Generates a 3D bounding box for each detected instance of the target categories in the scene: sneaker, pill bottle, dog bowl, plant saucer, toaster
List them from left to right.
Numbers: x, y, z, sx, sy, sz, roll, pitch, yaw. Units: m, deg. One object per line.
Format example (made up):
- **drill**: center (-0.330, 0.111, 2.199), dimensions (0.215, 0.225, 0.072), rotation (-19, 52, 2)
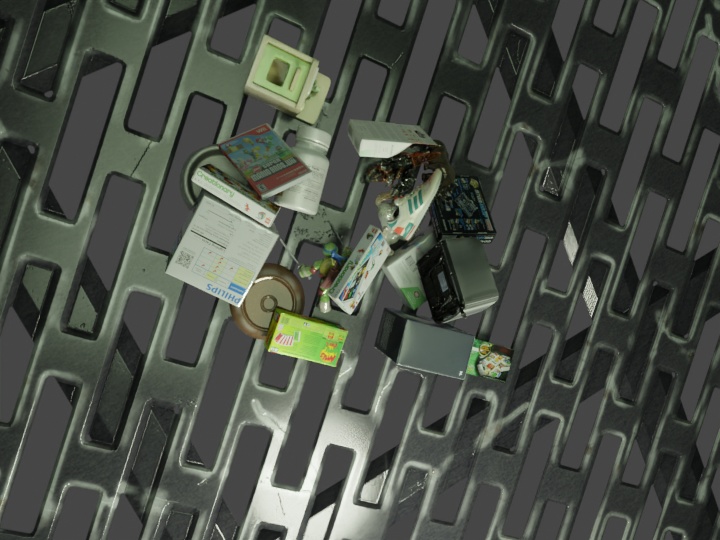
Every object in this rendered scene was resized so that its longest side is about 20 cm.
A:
- **dog bowl**: center (-0.346, -0.215, 1.421), dimensions (0.196, 0.059, 0.204), rotation (-2, 97, -15)
- **plant saucer**: center (-0.239, 0.083, 1.491), dimensions (0.196, 0.037, 0.205), rotation (-2, 96, -14)
- **pill bottle**: center (-0.140, -0.251, 1.444), dimensions (0.112, 0.114, 0.204), rotation (15, 91, -16)
- **sneaker**: center (0.136, -0.181, 1.467), dimensions (0.092, 0.070, 0.202), rotation (29, 107, 5)
- **toaster**: center (0.236, 0.032, 1.425), dimensions (0.117, 0.181, 0.203), rotation (-11, 75, -18)

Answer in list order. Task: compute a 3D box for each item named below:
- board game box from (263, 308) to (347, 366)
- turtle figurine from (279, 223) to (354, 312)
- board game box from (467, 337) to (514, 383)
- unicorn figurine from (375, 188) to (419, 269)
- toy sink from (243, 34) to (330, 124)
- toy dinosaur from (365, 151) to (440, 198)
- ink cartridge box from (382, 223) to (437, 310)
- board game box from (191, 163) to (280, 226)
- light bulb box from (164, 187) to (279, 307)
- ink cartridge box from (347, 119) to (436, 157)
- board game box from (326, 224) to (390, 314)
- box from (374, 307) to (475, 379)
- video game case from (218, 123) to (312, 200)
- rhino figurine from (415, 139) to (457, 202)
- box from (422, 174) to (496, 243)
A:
- **board game box**: center (-0.140, 0.175, 1.498), dimensions (0.197, 0.048, 0.103), rotation (18, 95, -28)
- **turtle figurine**: center (-0.084, -0.006, 1.505), dimensions (0.143, 0.198, 0.197), rotation (-33, 130, -38)
- **board game box**: center (0.348, 0.255, 1.675), dimensions (0.197, 0.023, 0.107), rotation (17, 93, -17)
- **unicorn figurine**: center (0.088, -0.115, 1.549), dimensions (0.135, 0.074, 0.204), rotation (-15, 85, -4)
- **toy sink**: center (-0.172, -0.463, 1.415), dimensions (0.197, 0.112, 0.132), rotation (22, 90, -16)
- **toy dinosaur**: center (0.102, -0.271, 1.484), dimensions (0.199, 0.136, 0.102), rotation (-38, 105, 25)
- **ink cartridge box**: center (0.173, -0.014, 1.567), dimensions (0.199, 0.087, 0.146), rotation (-36, 104, -8)
- **board game box**: center (-0.282, -0.176, 1.330), dimensions (0.198, 0.126, 0.035), rotation (31, 101, -11)
- **light bulb box**: center (-0.327, -0.058, 1.360), dimensions (0.196, 0.125, 0.202), rotation (28, 100, -22)
- **ink cartridge box**: center (0.077, -0.334, 1.471), dimensions (0.196, 0.162, 0.051), rotation (3, 120, -16)
- **board game box**: center (0.000, 0.000, 1.429), dimensions (0.034, 0.126, 0.202), rotation (28, 79, 24)
- **box**: center (0.166, 0.189, 1.528), dimensions (0.197, 0.198, 0.126), rotation (15, 92, -16)
- **video game case**: center (-0.226, -0.262, 1.365), dimensions (0.142, 0.018, 0.200), rotation (-30, 63, -25)
- **rhino figurine**: center (0.206, -0.266, 1.528), dimensions (0.086, 0.060, 0.203), rotation (-7, 63, -12)
- **box**: center (0.262, -0.166, 1.540), dimensions (0.156, 0.046, 0.203), rotation (-1, 57, -15)
